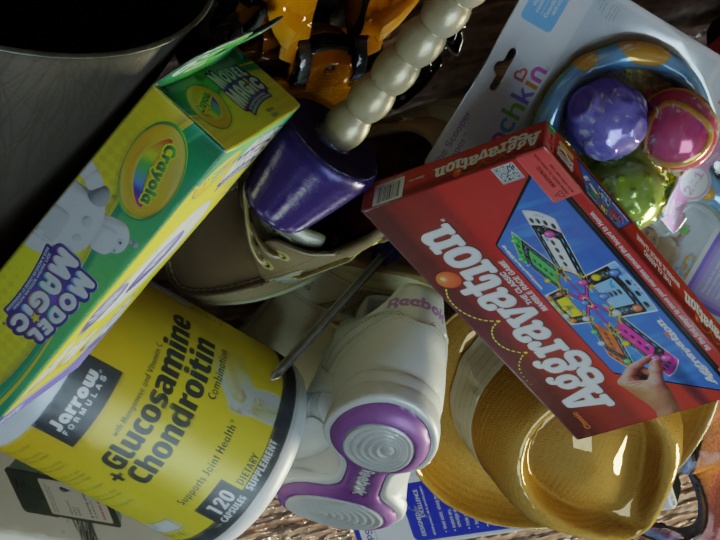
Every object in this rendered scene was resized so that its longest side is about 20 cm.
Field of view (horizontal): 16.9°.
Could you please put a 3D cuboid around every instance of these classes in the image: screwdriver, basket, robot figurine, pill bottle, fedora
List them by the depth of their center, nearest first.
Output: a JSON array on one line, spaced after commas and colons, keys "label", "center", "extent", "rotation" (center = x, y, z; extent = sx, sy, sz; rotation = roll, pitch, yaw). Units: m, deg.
[{"label": "basket", "center": [-0.179, -0.077, 1.061], "extent": [0.179, 0.137, 0.200], "rotation": [7, 139, -23]}, {"label": "robot figurine", "center": [-0.011, -0.147, 1.118], "extent": [0.144, 0.058, 0.201], "rotation": [-6, 139, -21]}, {"label": "pill bottle", "center": [-0.134, 0.053, 1.232], "extent": [0.199, 0.112, 0.112], "rotation": [30, 121, -25]}, {"label": "screwdriver", "center": [0.000, 0.000, 1.238], "extent": [0.200, 0.029, 0.028], "rotation": [-42, 149, -44]}, {"label": "fedora", "center": [0.119, 0.087, 1.314], "extent": [0.199, 0.082, 0.202], "rotation": [-9, 130, -11]}]

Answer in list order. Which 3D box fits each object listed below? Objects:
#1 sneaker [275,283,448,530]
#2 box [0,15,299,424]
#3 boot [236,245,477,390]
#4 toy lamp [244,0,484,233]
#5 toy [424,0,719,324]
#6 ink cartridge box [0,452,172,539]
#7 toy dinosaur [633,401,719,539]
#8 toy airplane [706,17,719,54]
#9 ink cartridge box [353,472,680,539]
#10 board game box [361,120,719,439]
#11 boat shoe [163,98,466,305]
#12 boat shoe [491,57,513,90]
[{"label": "sneaker", "center": [0.006, 0.075, 1.279], "extent": [0.074, 0.100, 0.200], "rotation": [19, 152, -11]}, {"label": "box", "center": [-0.101, -0.026, 1.076], "extent": [0.200, 0.048, 0.117], "rotation": [-50, 177, 20]}, {"label": "boot", "center": [0.017, 0.045, 1.357], "extent": [0.199, 0.073, 0.156], "rotation": [14, 130, -37]}, {"label": "toy lamp", "center": [0.019, -0.096, 1.103], "extent": [0.058, 0.058, 0.200], "rotation": [20, 122, -42]}, {"label": "toy", "center": [0.142, -0.052, 1.154], "extent": [0.199, 0.047, 0.116], "rotation": [26, 99, -30]}, {"label": "ink cartridge box", "center": [-0.212, 0.166, 1.379], "extent": [0.199, 0.084, 0.146], "rotation": [16, 129, -40]}, {"label": "toy dinosaur", "center": [0.194, 0.093, 1.439], "extent": [0.105, 0.200, 0.183], "rotation": [-22, 101, -23]}, {"label": "toy airplane", "center": [0.290, -0.117, 1.240], "extent": [0.199, 0.142, 0.199], "rotation": [-41, 141, 25]}, {"label": "ink cartridge box", "center": [0.082, 0.108, 1.438], "extent": [0.199, 0.037, 0.095], "rotation": [-11, 112, 17]}, {"label": "board game box", "center": [0.098, 0.010, 1.167], "extent": [0.102, 0.020, 0.200], "rotation": [-18, 134, 32]}, {"label": "boat shoe", "center": [-0.026, -0.035, 1.204], "extent": [0.199, 0.074, 0.066], "rotation": [-25, 173, 28]}, {"label": "boat shoe", "center": [0.113, -0.058, 1.297], "extent": [0.065, 0.071, 0.200], "rotation": [-54, 147, -17]}]
